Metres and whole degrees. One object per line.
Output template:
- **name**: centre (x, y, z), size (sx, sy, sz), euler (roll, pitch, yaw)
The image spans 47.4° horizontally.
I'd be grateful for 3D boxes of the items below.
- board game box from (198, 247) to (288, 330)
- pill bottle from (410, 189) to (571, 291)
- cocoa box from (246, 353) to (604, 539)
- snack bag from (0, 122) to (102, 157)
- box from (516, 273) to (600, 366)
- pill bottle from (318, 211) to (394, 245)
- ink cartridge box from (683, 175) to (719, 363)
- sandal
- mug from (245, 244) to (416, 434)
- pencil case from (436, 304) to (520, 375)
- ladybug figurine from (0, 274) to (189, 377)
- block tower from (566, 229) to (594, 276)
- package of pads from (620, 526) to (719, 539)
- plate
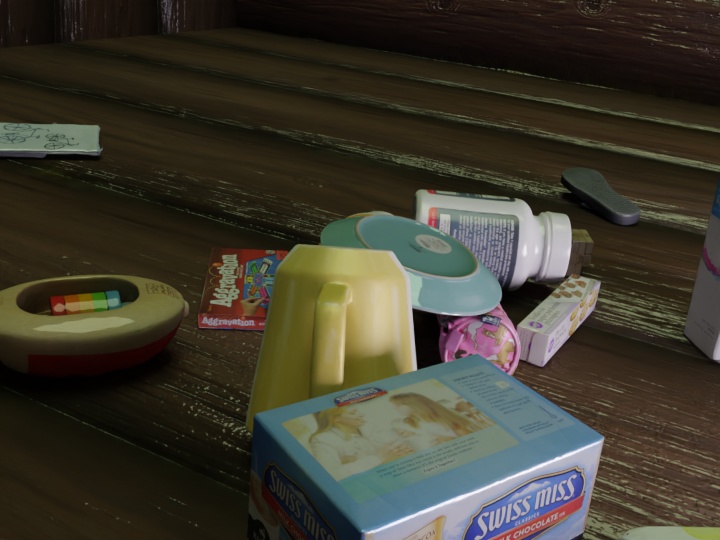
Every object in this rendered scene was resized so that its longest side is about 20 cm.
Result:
- **board game box**: centre (-0.136, 0.018, 0.988), size (0.101, 0.020, 0.201), euler (1, 23, -7)
- **pill bottle**: centre (0.163, -0.036, 1.057), size (0.196, 0.121, 0.120), euler (5, 22, -1)
- **cocoa box**: centre (0.040, 0.157, 0.543), size (0.198, 0.133, 0.133), euler (-10, 26, -33)
- **snack bag**: centre (-0.576, -0.239, 1.504), size (0.197, 0.022, 0.189), euler (-2, 24, -17)
- **box**: centre (0.233, 0.054, 0.963), size (0.038, 0.042, 0.199), euler (17, 24, 27)
- **pill bottle**: centre (0.000, 0.000, 0.939), size (0.111, 0.115, 0.200), euler (10, 23, 11)
- **ink cartridge box**: centre (0.471, 0.001, 0.939), size (0.142, 0.203, 0.085), euler (3, 18, -7)
- **sandal**: centre (0.417, -0.128, 1.461), size (0.075, 0.043, 0.201), euler (-8, 35, -14)
- **mug**: centre (-0.009, 0.059, 0.671), size (0.147, 0.156, 0.186), euler (3, 1, -30)
- **pencil case**: centre (0.116, 0.046, 0.896), size (0.081, 0.088, 0.200), euler (-13, 21, 3)
- **ladybug figurine**: centre (-0.265, 0.055, 0.795), size (0.197, 0.073, 0.136), euler (-3, 23, -20)
- **block tower**: centre (0.220, -0.032, 1.150), size (0.196, 0.055, 0.058), euler (5, 21, 1)
- **package of pads**: centre (0.264, 0.222, 0.488), size (0.196, 0.069, 0.155), euler (-2, 21, 7)
- **plate**: centre (0.055, -0.017, 0.845), size (0.197, 0.026, 0.201), euler (15, 24, -7)
